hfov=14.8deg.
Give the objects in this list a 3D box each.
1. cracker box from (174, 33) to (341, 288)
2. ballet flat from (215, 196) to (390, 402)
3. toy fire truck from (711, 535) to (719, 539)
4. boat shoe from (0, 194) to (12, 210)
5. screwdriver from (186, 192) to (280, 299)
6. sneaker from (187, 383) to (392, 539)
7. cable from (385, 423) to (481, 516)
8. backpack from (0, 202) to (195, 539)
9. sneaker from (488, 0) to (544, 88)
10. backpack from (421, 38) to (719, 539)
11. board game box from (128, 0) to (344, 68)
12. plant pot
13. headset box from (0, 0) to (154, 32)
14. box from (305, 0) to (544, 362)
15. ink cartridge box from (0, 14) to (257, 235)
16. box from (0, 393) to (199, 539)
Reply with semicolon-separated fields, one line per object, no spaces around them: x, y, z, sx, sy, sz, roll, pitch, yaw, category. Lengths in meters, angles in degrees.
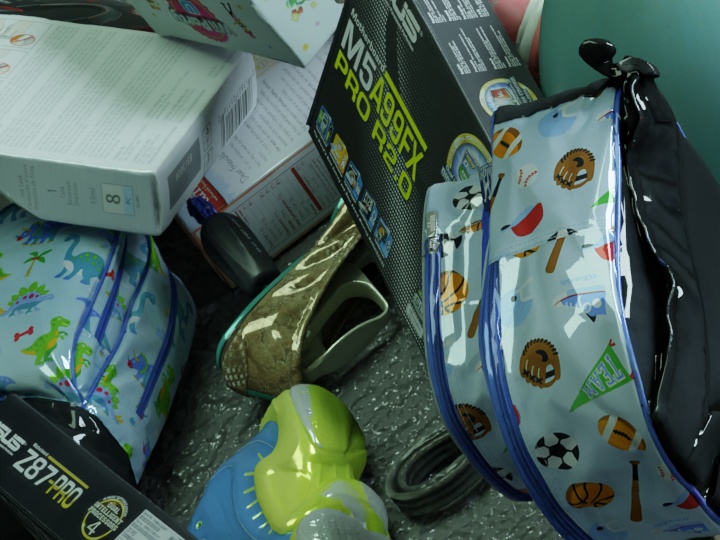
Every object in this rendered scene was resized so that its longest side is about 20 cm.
-0.036;-0.095;1.684;0.200;0.058;0.134;-37;38;-3;cracker box
0.000;0.000;1.561;0.065;0.071;0.200;29;70;22;ballet flat
0.179;0.116;1.289;0.199;0.049;0.141;-7;45;31;toy fire truck
-0.207;-0.036;1.759;0.200;0.071;0.070;22;91;45;boat shoe
-0.107;-0.047;1.614;0.029;0.028;0.200;-24;49;-29;screwdriver
-0.035;0.151;1.414;0.105;0.076;0.200;-40;30;20;sneaker
0.096;0.053;1.421;0.199;0.050;0.097;-22;41;15;cable
-0.174;0.050;1.582;0.163;0.154;0.200;-12;24;35;backpack
0.074;-0.139;1.552;0.074;0.086;0.200;-63;-1;-11;sneaker
0.113;0.031;1.247;0.154;0.200;0.191;-25;45;25;backpack
-0.034;-0.219;1.605;0.147;0.064;0.200;16;65;49;board game box
0.179;-0.105;1.403;0.200;0.162;0.201;-15;30;9;plant pot
-0.215;-0.129;1.784;0.199;0.075;0.148;-11;20;-35;headset box
0.043;-0.060;1.454;0.044;0.161;0.201;-11;55;-24;box
-0.179;-0.088;1.613;0.199;0.047;0.160;7;33;17;ink cartridge box
-0.100;0.157;1.369;0.049;0.161;0.200;-45;36;-12;box
